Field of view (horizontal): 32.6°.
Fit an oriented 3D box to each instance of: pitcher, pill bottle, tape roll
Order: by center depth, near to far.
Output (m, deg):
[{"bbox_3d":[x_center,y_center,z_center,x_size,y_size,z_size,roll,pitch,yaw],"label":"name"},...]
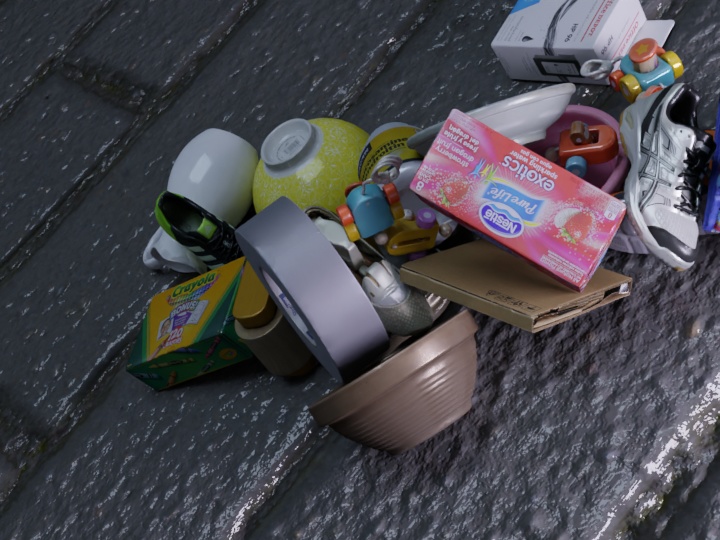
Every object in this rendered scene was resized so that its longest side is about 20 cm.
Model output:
[{"bbox_3d":[-0.052,0.021,1.315,0.066,0.201,0.200,-36,40,-8],"label":"tape roll"},{"bbox_3d":[0.055,-0.112,1.507,0.111,0.112,0.200,-32,25,8],"label":"pill bottle"},{"bbox_3d":[-0.232,-0.091,1.726,0.171,0.121,0.202,3,67,53],"label":"pitcher"}]

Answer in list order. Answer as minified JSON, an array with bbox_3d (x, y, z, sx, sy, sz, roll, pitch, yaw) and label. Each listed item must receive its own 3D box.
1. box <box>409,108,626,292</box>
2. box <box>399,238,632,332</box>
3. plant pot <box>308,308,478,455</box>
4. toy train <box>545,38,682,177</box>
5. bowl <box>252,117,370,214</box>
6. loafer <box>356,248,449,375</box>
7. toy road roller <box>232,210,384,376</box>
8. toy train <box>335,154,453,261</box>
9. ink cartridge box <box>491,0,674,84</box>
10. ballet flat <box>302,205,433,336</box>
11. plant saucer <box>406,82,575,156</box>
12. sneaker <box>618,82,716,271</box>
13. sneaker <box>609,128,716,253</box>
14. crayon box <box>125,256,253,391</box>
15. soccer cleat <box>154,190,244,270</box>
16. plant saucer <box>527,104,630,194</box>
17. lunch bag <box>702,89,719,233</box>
[{"bbox_3d":[0.158,-0.068,1.235,0.199,0.100,0.096,31,92,11],"label":"box"},{"bbox_3d":[0.167,0.009,1.332,0.162,0.021,0.199,-17,25,-37],"label":"box"},{"bbox_3d":[0.051,0.130,1.292,0.200,0.093,0.201,-31,-3,-2],"label":"plant pot"},{"bbox_3d":[0.287,-0.195,1.387,0.149,0.056,0.201,-2,47,24],"label":"toy train"},{"bbox_3d":[-0.072,-0.138,1.645,0.199,0.108,0.201,-20,44,20],"label":"bowl"},{"bbox_3d":[0.034,0.044,1.432,0.200,0.068,0.076,-46,41,-8],"label":"loafer"},{"bbox_3d":[-0.054,0.018,1.479,0.145,0.123,0.201,-7,49,29],"label":"toy road roller"},{"bbox_3d":[0.061,-0.083,1.362,0.151,0.199,0.056,-51,47,29],"label":"toy train"},{"bbox_3d":[0.281,-0.301,1.559,0.199,0.068,0.117,11,61,42],"label":"ink cartridge box"},{"bbox_3d":[0.000,0.000,1.384,0.200,0.063,0.067,39,71,19],"label":"ballet flat"},{"bbox_3d":[0.152,-0.155,1.385,0.198,0.051,0.200,-18,0,0],"label":"plant saucer"},{"bbox_3d":[0.313,-0.100,1.226,0.087,0.075,0.202,-32,51,42],"label":"sneaker"},{"bbox_3d":[0.337,-0.087,1.331,0.198,0.078,0.113,-7,45,18],"label":"sneaker"},{"bbox_3d":[-0.202,0.069,1.559,0.199,0.058,0.120,-22,41,41],"label":"crayon box"},{"bbox_3d":[-0.183,-0.034,1.591,0.199,0.081,0.068,32,79,5],"label":"soccer cleat"},{"bbox_3d":[0.220,-0.106,1.435,0.199,0.051,0.202,-17,44,17],"label":"plant saucer"},{"bbox_3d":[0.434,-0.125,1.234,0.149,0.095,0.201,12,51,7],"label":"lunch bag"}]
